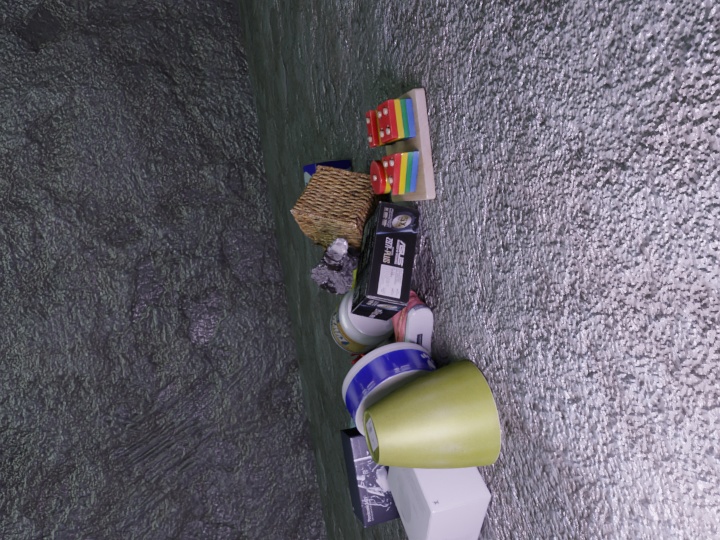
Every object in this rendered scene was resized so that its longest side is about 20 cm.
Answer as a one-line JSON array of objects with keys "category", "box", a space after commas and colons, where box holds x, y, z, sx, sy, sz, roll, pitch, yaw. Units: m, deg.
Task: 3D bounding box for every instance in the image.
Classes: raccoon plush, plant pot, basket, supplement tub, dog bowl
[{"category": "raccoon plush", "box": [-0.027, -0.037, 1.275, 0.134, 0.096, 0.200, -61, 8, -35]}, {"category": "plant pot", "box": [0.111, 0.268, 1.031, 0.187, 0.199, 0.188, 171, 90, -75]}, {"category": "basket", "box": [-0.037, -0.140, 1.403, 0.150, 0.199, 0.143, -62, -32, -23]}, {"category": "supplement tub", "box": [0.010, 0.117, 1.426, 0.200, 0.144, 0.146, 125, 134, -69]}, {"category": "dog bowl", "box": [0.068, 0.244, 1.177, 0.079, 0.199, 0.201, -121, 26, -48]}]

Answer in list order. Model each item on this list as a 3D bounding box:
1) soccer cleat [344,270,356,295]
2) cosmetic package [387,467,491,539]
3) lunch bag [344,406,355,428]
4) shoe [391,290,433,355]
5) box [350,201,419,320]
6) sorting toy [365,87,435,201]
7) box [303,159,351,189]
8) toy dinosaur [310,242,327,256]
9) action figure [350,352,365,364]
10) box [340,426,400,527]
[{"category": "soccer cleat", "box": [0.000, 0.001, 1.459, 0.200, 0.083, 0.065, -55, 36, 45]}, {"category": "cosmetic package", "box": [0.144, 0.422, 1.148, 0.200, 0.122, 0.201, -116, 21, -48]}, {"category": "lunch bag", "box": [0.028, 0.367, 1.573, 0.170, 0.127, 0.201, 112, 159, -67]}, {"category": "shoe", "box": [0.105, 0.143, 1.244, 0.091, 0.071, 0.201, -121, 31, -58]}, {"category": "box", "box": [0.048, -0.014, 1.203, 0.164, 0.086, 0.201, 128, 151, -70]}, {"category": "sorting toy", "box": [0.067, -0.234, 1.152, 0.200, 0.069, 0.200, -162, 64, -73]}, {"category": "box", "box": [-0.088, -0.209, 1.680, 0.184, 0.104, 0.201, -158, 60, -72]}, {"category": "toy dinosaur", "box": [-0.076, -0.028, 1.536, 0.107, 0.060, 0.201, -97, -9, -52]}, {"category": "action figure", "box": [0.031, 0.294, 1.465, 0.200, 0.099, 0.065, 40, 155, 29]}, {"category": "box", "box": [0.065, 0.451, 1.347, 0.104, 0.181, 0.201, 159, 101, -75]}]
